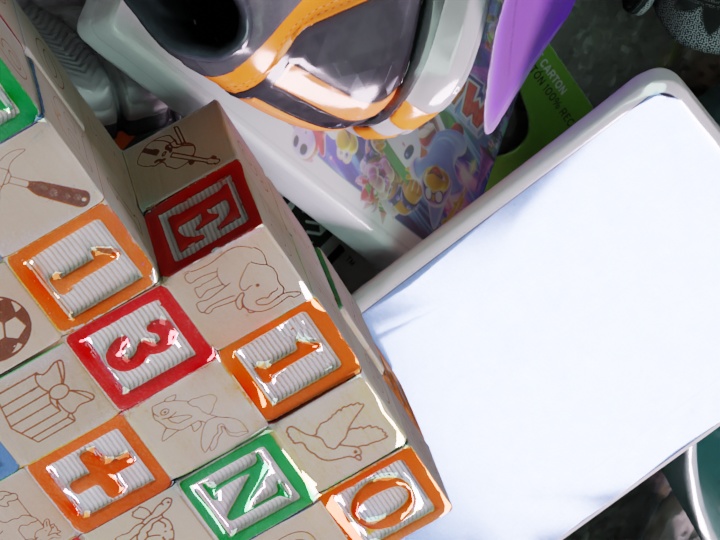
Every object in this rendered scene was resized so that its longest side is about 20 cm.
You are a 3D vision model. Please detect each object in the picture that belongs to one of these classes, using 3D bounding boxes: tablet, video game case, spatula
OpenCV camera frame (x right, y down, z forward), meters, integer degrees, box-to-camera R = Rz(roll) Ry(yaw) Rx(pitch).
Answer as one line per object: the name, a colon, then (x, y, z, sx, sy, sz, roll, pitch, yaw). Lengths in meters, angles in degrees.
tablet: (0.040, 0.036, 0.748, 0.200, 0.014, 0.130, -37, 130, 10)
video game case: (0.007, -0.114, 0.730, 0.143, 0.018, 0.201, 37, 62, -37)
spatula: (0.060, -0.125, 0.727, 0.020, 0.201, 0.057, 9, 140, 5)

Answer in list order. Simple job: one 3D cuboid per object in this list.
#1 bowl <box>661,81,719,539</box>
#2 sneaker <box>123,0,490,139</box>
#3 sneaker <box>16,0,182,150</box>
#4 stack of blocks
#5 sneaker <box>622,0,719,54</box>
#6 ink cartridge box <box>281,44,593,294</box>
bowl: (0.159, 0.004, 0.868, 0.200, 0.105, 0.202, -17, 124, -27)
sneaker: (-0.012, -0.140, 0.647, 0.112, 0.077, 0.201, 14, 77, -44)
sneaker: (-0.122, -0.017, 0.721, 0.199, 0.078, 0.113, -12, 127, -24)
stack of blocks: (-0.073, 0.009, 0.646, 0.115, 0.059, 0.200, -30, 127, 5)
sneaker: (0.115, -0.112, 0.769, 0.200, 0.075, 0.114, -47, 153, -59)
ink cartridge box: (0.000, 0.000, 0.797, 0.200, 0.076, 0.148, -43, 126, -5)
